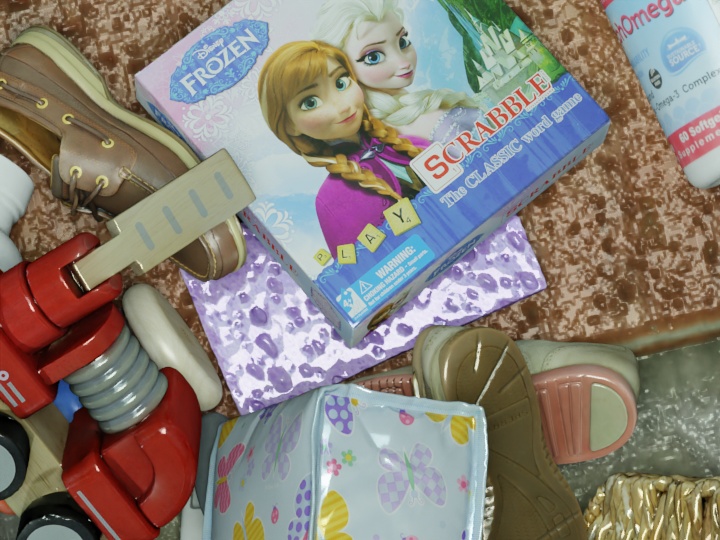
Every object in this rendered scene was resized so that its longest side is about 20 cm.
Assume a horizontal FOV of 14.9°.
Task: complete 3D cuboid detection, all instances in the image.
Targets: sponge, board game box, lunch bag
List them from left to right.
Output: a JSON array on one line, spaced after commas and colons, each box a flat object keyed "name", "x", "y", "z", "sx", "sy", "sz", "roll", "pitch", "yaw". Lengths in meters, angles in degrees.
[{"name": "lunch bag", "x": -0.011, "y": 0.175, "z": 1.491, "sx": 0.126, "sy": 0.169, "sz": 0.202, "roll": 12, "pitch": 74, "yaw": -20}, {"name": "sponge", "x": 0.000, "y": 0.000, "z": 1.629, "sx": 0.199, "sy": 0.030, "sz": 0.112, "roll": -24, "pitch": 85, "yaw": 0}, {"name": "board game box", "x": 0.006, "y": -0.094, "z": 1.598, "sx": 0.200, "sy": 0.041, "sz": 0.200, "roll": -39, "pitch": 77, "yaw": -14}]

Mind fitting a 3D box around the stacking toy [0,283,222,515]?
[{"name": "stacking toy", "x": -0.181, "y": 0.096, "z": 1.604, "sx": 0.199, "sy": 0.085, "sz": 0.086, "roll": -36, "pitch": 85, "yaw": 2}]

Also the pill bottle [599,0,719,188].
[{"name": "pill bottle", "x": 0.197, "y": -0.158, "z": 1.596, "sx": 0.108, "sy": 0.109, "sz": 0.201, "roll": -26, "pitch": 85, "yaw": 0}]

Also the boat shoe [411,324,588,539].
[{"name": "boat shoe", "x": 0.076, "y": 0.125, "z": 1.549, "sx": 0.071, "sy": 0.064, "sz": 0.202, "roll": -17, "pitch": 101, "yaw": -25}]

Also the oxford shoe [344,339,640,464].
[{"name": "oxford shoe", "x": 0.069, "y": 0.079, "z": 1.610, "sx": 0.198, "sy": 0.074, "sz": 0.071, "roll": -3, "pitch": 114, "yaw": 16}]

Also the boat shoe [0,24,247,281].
[{"name": "boat shoe", "x": -0.150, "y": -0.057, "z": 1.598, "sx": 0.200, "sy": 0.072, "sz": 0.067, "roll": 42, "pitch": 58, "yaw": 18}]

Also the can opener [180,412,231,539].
[{"name": "can opener", "x": -0.088, "y": 0.182, "z": 1.577, "sx": 0.053, "sy": 0.067, "sz": 0.202, "roll": -7, "pitch": 66, "yaw": 21}]

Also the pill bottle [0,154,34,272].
[{"name": "pill bottle", "x": -0.259, "y": 0.026, "z": 1.588, "sx": 0.104, "sy": 0.104, "sz": 0.201, "roll": 21, "pitch": 72, "yaw": 3}]

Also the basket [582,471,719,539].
[{"name": "basket", "x": 0.202, "y": 0.220, "z": 1.590, "sx": 0.142, "sy": 0.149, "sz": 0.202, "roll": 1, "pitch": 85, "yaw": 35}]

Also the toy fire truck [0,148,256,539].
[{"name": "toy fire truck", "x": -0.132, "y": 0.042, "z": 1.502, "sx": 0.199, "sy": 0.129, "sz": 0.176, "roll": -31, "pitch": 113, "yaw": 15}]
